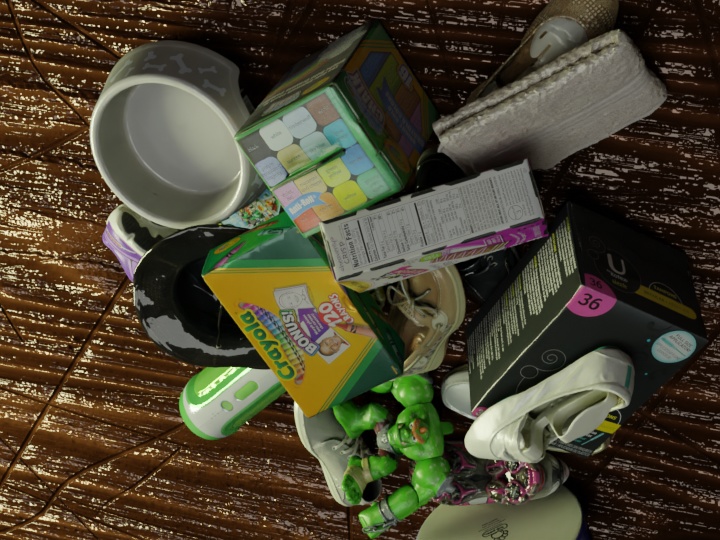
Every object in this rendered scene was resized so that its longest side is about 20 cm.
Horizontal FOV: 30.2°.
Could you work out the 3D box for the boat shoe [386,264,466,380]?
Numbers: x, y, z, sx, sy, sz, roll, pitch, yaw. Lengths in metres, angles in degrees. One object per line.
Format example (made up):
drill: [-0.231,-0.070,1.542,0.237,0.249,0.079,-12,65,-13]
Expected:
boat shoe: [0.061,0.052,1.403,0.073,0.062,0.201,50,151,30]

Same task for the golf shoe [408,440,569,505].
golf shoe: [0.144,0.233,1.524,0.199,0.092,0.073,0,87,43]

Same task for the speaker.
speaker: [-0.124,0.119,1.535,0.088,0.089,0.200,43,126,-12]

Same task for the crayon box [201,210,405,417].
crayon box: [-0.055,0.041,1.353,0.118,0.058,0.200,-27,114,19]

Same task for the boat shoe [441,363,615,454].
boat shoe: [0.181,0.152,1.461,0.199,0.069,0.075,7,125,15]

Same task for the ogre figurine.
ogre figurine: [0.037,0.186,1.498,0.119,0.201,0.098,-16,151,19]

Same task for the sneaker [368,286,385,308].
sneaker: [0.000,0.000,1.404,0.076,0.075,0.201,46,150,39]

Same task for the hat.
hat: [-0.139,0.013,1.427,0.199,0.081,0.202,3,124,5]

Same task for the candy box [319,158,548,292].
candy box: [0.073,-0.038,1.250,0.199,0.136,0.061,-16,82,8]

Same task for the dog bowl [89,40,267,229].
dog bowl: [-0.185,-0.130,1.361,0.199,0.059,0.201,10,126,15]

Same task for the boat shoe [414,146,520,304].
boat shoe: [0.109,-0.028,1.365,0.074,0.066,0.200,-11,119,25]

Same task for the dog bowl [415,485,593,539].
dog bowl: [0.164,0.322,1.500,0.199,0.200,0.079,-8,117,24]

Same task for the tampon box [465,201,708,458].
tampon box: [0.218,0.063,1.328,0.149,0.127,0.200,21,129,-18]

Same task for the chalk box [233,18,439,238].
chalk box: [-0.024,-0.125,1.262,0.124,0.200,0.124,-23,113,31]

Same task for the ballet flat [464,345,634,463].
ballet flat: [0.177,0.143,1.271,0.200,0.070,0.069,-36,106,29]

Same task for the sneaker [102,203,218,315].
sneaker: [-0.209,0.007,1.510,0.200,0.081,0.083,47,139,-3]

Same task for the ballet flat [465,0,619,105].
ballet flat: [0.166,-0.185,1.239,0.070,0.065,0.200,36,127,-5]

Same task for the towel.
towel: [0.173,-0.142,1.220,0.199,0.035,0.132,-27,153,19]

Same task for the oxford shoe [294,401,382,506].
oxford shoe: [-0.023,0.202,1.562,0.057,0.075,0.201,1,131,32]

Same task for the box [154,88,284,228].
box: [-0.120,-0.085,1.427,0.110,0.035,0.201,-19,115,29]
